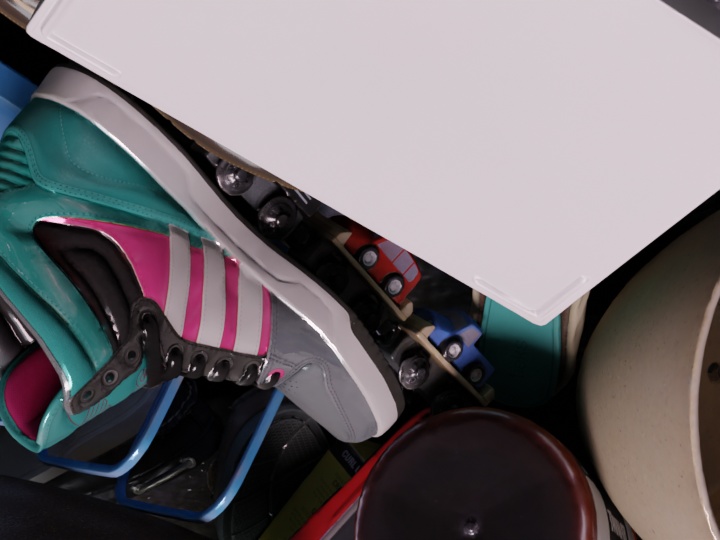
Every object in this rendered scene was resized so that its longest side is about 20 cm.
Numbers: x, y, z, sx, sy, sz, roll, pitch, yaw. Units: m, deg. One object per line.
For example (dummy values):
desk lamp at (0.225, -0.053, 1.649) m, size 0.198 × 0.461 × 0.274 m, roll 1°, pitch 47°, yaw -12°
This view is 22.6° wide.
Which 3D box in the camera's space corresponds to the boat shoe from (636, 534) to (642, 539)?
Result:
boat shoe at (0.154, 0.143, 0.952) m, size 0.073 × 0.063 × 0.200 m, roll -1°, pitch 138°, yaw 14°

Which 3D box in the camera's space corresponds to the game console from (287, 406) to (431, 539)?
game console at (0.025, 0.173, 0.941) m, size 0.177 × 0.031 × 0.200 m, roll -44°, pitch 139°, yaw 3°

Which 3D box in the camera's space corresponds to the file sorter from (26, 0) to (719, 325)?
file sorter at (0.025, -0.104, 0.573) m, size 0.199 × 0.125 × 0.139 m, roll 29°, pitch 137°, yaw -18°

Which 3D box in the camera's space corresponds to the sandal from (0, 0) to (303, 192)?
sandal at (-0.055, -0.090, 0.663) m, size 0.200 × 0.082 × 0.055 m, roll 33°, pitch 114°, yaw -12°

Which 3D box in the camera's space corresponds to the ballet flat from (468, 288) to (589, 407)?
ballet flat at (0.079, -0.019, 0.786) m, size 0.069 × 0.070 × 0.200 m, roll 11°, pitch 142°, yaw 2°

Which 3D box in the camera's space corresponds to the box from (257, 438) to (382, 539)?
box at (-0.035, 0.183, 0.966) m, size 0.075 × 0.050 × 0.200 m, roll 22°, pitch 109°, yaw -49°

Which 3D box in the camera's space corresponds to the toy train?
toy train at (0.000, 0.000, 0.763) m, size 0.034 × 0.046 × 0.200 m, roll 28°, pitch 163°, yaw 52°

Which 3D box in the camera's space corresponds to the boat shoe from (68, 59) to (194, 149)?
boat shoe at (-0.036, -0.054, 0.778) m, size 0.199 × 0.062 × 0.073 m, roll 26°, pitch 136°, yaw -16°

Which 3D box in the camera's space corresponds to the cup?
cup at (0.175, 0.056, 0.778) m, size 0.200 × 0.201 × 0.143 m, roll 35°, pitch 163°, yaw -24°

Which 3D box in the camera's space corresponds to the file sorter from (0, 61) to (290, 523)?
file sorter at (-0.136, 0.013, 0.794) m, size 0.200 × 0.123 × 0.139 m, roll 32°, pitch 164°, yaw -24°

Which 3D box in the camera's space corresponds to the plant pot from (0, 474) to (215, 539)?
plant pot at (-0.167, 0.172, 0.830) m, size 0.199 × 0.187 × 0.187 m, roll 24°, pitch 148°, yaw 33°

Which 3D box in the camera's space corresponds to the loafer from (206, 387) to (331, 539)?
loafer at (-0.055, 0.129, 0.990) m, size 0.072 × 0.063 × 0.201 m, roll -27°, pitch 140°, yaw -20°

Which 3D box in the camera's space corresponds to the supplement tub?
supplement tub at (0.073, 0.132, 0.838) m, size 0.106 × 0.108 × 0.200 m, roll -3°, pitch 164°, yaw 17°

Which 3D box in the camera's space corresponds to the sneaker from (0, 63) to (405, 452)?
sneaker at (-0.080, 0.030, 0.700) m, size 0.200 × 0.121 × 0.084 m, roll 44°, pitch 161°, yaw -19°

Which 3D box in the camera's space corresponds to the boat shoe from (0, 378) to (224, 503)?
boat shoe at (-0.160, 0.108, 0.989) m, size 0.200 × 0.074 × 0.060 m, roll -30°, pitch 120°, yaw 28°
